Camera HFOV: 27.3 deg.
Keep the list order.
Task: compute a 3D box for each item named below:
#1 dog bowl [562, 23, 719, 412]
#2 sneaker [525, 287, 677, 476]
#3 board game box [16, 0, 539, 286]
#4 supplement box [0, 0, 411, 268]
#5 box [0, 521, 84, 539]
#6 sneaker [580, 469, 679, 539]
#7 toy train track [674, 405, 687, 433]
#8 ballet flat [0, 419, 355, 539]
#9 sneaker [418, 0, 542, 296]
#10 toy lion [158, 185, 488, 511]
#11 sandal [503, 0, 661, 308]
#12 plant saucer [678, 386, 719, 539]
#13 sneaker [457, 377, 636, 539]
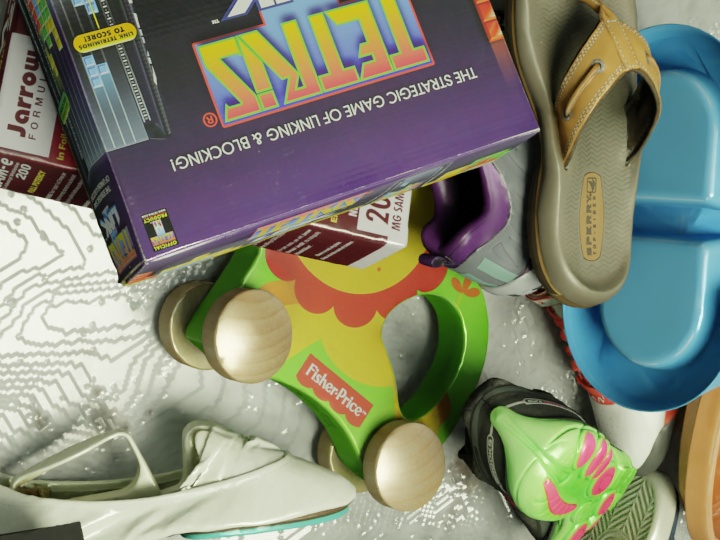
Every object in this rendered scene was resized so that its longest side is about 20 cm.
[{"bbox_3d":[0.169,-0.027,0.787,0.049,0.111,0.202,1,94,-43],"label":"dog bowl"},{"bbox_3d":[0.128,0.023,0.865,0.107,0.067,0.203,-2,98,-27],"label":"sneaker"},{"bbox_3d":[-0.040,-0.104,0.657,0.199,0.057,0.167,-20,85,-24],"label":"board game box"},{"bbox_3d":[-0.072,-0.077,0.702,0.198,0.061,0.110,12,76,-18],"label":"supplement box"},{"bbox_3d":[-0.175,0.216,0.620,0.156,0.201,0.050,-5,146,-23],"label":"box"},{"bbox_3d":[0.165,0.218,0.924,0.084,0.075,0.201,13,104,-28],"label":"sneaker"},{"bbox_3d":[0.203,0.006,0.882,0.032,0.115,0.202,1,116,-4],"label":"toy train track"},{"bbox_3d":[-0.100,0.110,0.752,0.198,0.069,0.070,-9,105,-13],"label":"ballet flat"},{"bbox_3d":[0.073,-0.091,0.779,0.087,0.074,0.202,15,75,-48],"label":"sneaker"},{"bbox_3d":[0.000,0.000,0.800,0.200,0.068,0.192,42,72,-29],"label":"toy lion"},{"bbox_3d":[0.118,-0.081,0.745,0.081,0.054,0.202,-2,93,-32],"label":"sandal"},{"bbox_3d":[0.244,0.077,0.917,0.200,0.032,0.202,-34,132,-46],"label":"plant saucer"},{"bbox_3d":[0.102,0.104,0.831,0.077,0.084,0.200,-42,156,-7],"label":"sneaker"}]
